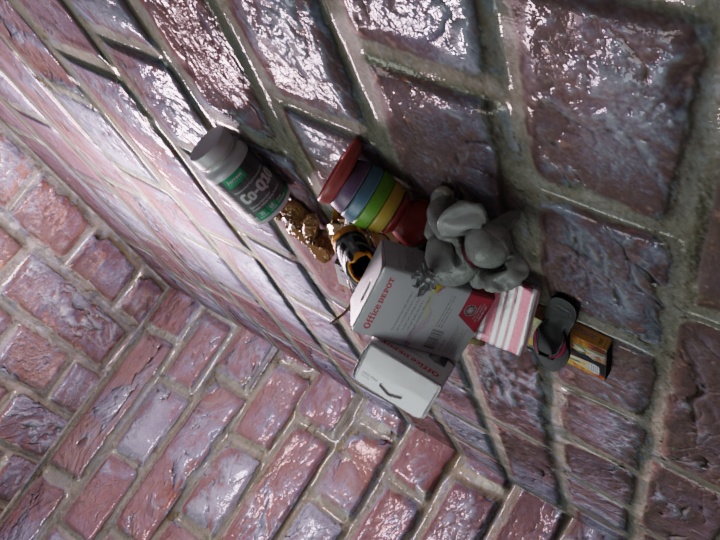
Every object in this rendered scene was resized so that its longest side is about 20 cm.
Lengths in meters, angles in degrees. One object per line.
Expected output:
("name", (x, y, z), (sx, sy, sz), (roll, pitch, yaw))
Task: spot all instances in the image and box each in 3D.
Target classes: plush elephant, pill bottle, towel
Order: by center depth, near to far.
("plush elephant", (0.176, -0.043, 1.237), (0.154, 0.200, 0.165), (-20, 111, 42))
("towel", (0.217, 0.055, 1.457), (0.199, 0.030, 0.147), (22, 127, 21))
("pill bottle", (-0.249, -0.197, 1.689), (0.200, 0.113, 0.113), (43, 162, -32))

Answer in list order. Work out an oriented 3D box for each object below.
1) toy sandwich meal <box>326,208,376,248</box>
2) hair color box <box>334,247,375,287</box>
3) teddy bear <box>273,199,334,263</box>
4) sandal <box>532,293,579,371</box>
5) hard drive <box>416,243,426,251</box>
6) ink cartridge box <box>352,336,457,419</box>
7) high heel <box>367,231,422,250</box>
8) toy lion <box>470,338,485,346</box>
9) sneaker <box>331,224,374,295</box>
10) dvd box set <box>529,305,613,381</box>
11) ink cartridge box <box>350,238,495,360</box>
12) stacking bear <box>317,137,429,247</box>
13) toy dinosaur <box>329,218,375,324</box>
("toy sandwich meal", (0.020, -0.070, 1.622), (0.204, 0.071, 0.205), (23, 170, 4))
("hair color box", (0.012, 0.002, 1.630), (0.109, 0.065, 0.200), (24, 171, 5))
("teddy bear", (-0.126, -0.107, 1.824), (0.200, 0.067, 0.145), (37, 156, 14))
("sandal", (0.342, 0.120, 1.464), (0.075, 0.045, 0.201), (28, 146, 24))
("hard drive", (0.160, 0.017, 1.520), (0.199, 0.038, 0.140), (26, 128, 23))
("ink cartridge box", (0.093, 0.147, 1.429), (0.145, 0.200, 0.085), (30, 122, 8))
("high heel", (0.036, -0.069, 1.440), (0.200, 0.071, 0.143), (49, -156, 2))
("toy lion", (0.142, 0.107, 1.701), (0.191, 0.069, 0.199), (18, -168, 40))
("sneaker", (0.012, 0.014, 1.426), (0.200, 0.078, 0.077), (56, -179, -37))
("dvd box set", (0.377, 0.127, 1.540), (0.199, 0.029, 0.147), (27, 161, 26))
("ink cartridge box", (0.099, 0.050, 1.353), (0.199, 0.086, 0.148), (18, 124, -14))
("stacking bear", (0.038, -0.114, 1.386), (0.199, 0.114, 0.121), (31, 165, -8))
("toy dinosaur", (0.000, 0.000, 1.509), (0.106, 0.201, 0.060), (-4, 173, 42))
